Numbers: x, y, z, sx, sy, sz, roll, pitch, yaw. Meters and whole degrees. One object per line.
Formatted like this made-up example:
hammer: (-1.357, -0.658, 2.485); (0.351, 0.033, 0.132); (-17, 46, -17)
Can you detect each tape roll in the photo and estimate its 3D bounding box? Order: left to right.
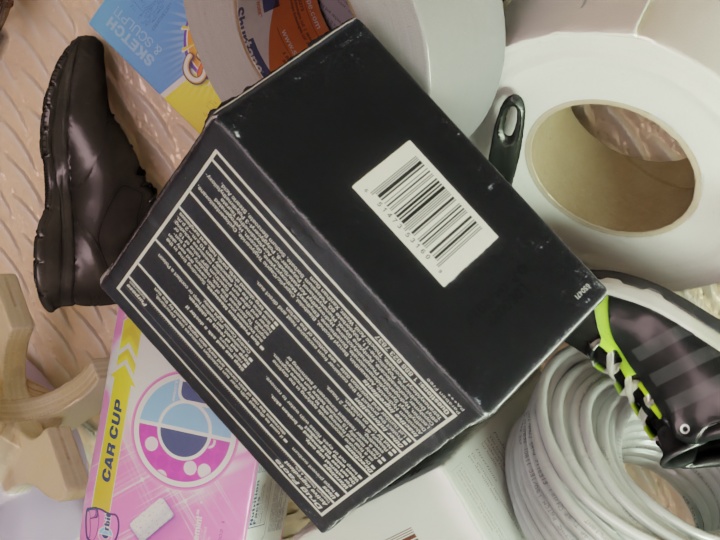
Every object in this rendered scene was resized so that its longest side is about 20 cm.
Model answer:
tape roll: (-0.013, -0.146, 0.909); (0.200, 0.066, 0.200); (30, 135, 35)
tape roll: (0.157, -0.081, 0.930); (0.202, 0.071, 0.202); (18, 141, 15)

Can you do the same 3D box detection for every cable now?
cable: (0.183, 0.131, 0.952); (0.200, 0.200, 0.069); (62, 138, 34)

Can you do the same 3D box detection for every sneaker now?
sneaker: (-0.189, -0.069, 1.149); (0.091, 0.076, 0.200); (2, 90, -9)
sneaker: (0.180, 0.068, 0.903); (0.200, 0.072, 0.083); (25, 69, 21)

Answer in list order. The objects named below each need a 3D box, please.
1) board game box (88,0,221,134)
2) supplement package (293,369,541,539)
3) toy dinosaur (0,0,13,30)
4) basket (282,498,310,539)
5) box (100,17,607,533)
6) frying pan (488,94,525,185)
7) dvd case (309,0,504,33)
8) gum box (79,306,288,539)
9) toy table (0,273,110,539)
board game box: (-0.071, -0.160, 1.086); (0.200, 0.040, 0.153); (44, 115, 10)
supplement package: (0.068, 0.161, 1.005); (0.117, 0.200, 0.117); (-31, 88, 27)
toy dinosaur: (-0.310, -0.184, 1.170); (0.136, 0.086, 0.200); (26, 117, 10)
basket: (-0.102, 0.185, 1.121); (0.176, 0.139, 0.200); (26, 103, 19)
box: (-0.012, 0.008, 0.865); (0.200, 0.123, 0.198); (48, 143, 2)
frying pan: (0.065, -0.024, 0.967); (0.115, 0.031, 0.190); (-4, 122, 22)
dvd case: (0.013, -0.176, 0.937); (0.150, 0.025, 0.200); (46, 142, 14)
gum box: (-0.103, 0.102, 1.015); (0.113, 0.066, 0.200); (9, 90, 21)
toy table: (-0.251, 0.106, 1.153); (0.200, 0.184, 0.117); (54, 135, 20)
